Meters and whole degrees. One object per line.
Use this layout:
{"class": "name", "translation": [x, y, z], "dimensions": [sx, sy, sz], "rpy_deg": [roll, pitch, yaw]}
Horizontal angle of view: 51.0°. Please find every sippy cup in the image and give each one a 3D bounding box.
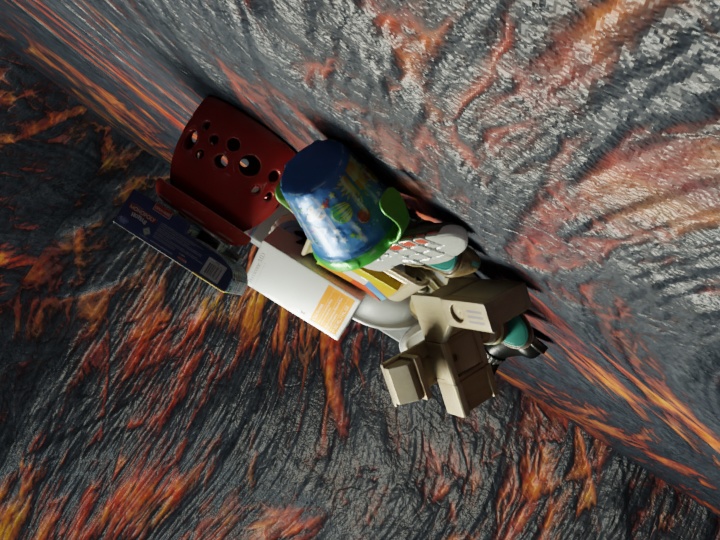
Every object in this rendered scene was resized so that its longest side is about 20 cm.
{"class": "sippy cup", "translation": [-0.030, -0.090, 0.953], "dimensions": [0.130, 0.177, 0.140], "rpy_deg": [51, -153, -41]}

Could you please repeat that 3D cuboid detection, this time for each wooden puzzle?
{"class": "wooden puzzle", "translation": [0.000, 0.000, 1.226], "dimensions": [0.199, 0.037, 0.185], "rpy_deg": [26, 167, -4]}

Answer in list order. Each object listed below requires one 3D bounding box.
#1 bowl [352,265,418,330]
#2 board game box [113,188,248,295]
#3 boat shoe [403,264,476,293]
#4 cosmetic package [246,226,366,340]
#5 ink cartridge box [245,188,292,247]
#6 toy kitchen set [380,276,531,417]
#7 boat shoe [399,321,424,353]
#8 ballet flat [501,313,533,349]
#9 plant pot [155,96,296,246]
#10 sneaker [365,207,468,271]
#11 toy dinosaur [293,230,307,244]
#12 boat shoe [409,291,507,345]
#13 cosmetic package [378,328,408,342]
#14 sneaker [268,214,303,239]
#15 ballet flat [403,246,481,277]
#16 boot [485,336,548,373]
{"class": "bowl", "translation": [0.045, 0.012, 1.431], "dimensions": [0.200, 0.091, 0.202], "rpy_deg": [11, -141, -9]}
{"class": "board game box", "translation": [-0.264, -0.038, 1.203], "dimensions": [0.200, 0.062, 0.200], "rpy_deg": [33, 178, 2]}
{"class": "boat shoe", "translation": [0.105, 0.001, 1.278], "dimensions": [0.075, 0.069, 0.200], "rpy_deg": [37, 174, -41]}
{"class": "cosmetic package", "translation": [-0.093, 0.022, 1.336], "dimensions": [0.199, 0.102, 0.071], "rpy_deg": [31, -150, 3]}
{"class": "ink cartridge box", "translation": [-0.154, -0.098, 1.558], "dimensions": [0.200, 0.145, 0.145], "rpy_deg": [30, 174, 44]}
{"class": "toy kitchen set", "translation": [0.145, 0.134, 1.089], "dimensions": [0.180, 0.163, 0.201], "rpy_deg": [4, 116, 60]}
{"class": "boat shoe", "translation": [0.163, 0.112, 1.363], "dimensions": [0.066, 0.199, 0.072], "rpy_deg": [12, -117, -82]}
{"class": "ballet flat", "translation": [0.227, 0.070, 1.288], "dimensions": [0.067, 0.068, 0.200], "rpy_deg": [9, -159, -48]}
{"class": "plant pot", "translation": [-0.215, -0.150, 1.228], "dimensions": [0.200, 0.183, 0.200], "rpy_deg": [32, 178, 1]}
{"class": "sneaker", "translation": [0.059, -0.054, 1.007], "dimensions": [0.199, 0.082, 0.077], "rpy_deg": [-8, 154, 45]}
{"class": "toy dinosaur", "translation": [-0.046, -0.094, 1.366], "dimensions": [0.199, 0.103, 0.136], "rpy_deg": [16, -168, 13]}
{"class": "boat shoe", "translation": [0.147, 0.077, 1.265], "dimensions": [0.076, 0.072, 0.200], "rpy_deg": [-10, -164, -41]}
{"class": "cosmetic package", "translation": [0.132, 0.088, 1.495], "dimensions": [0.052, 0.151, 0.200], "rpy_deg": [34, 176, -37]}
{"class": "sneaker", "translation": [-0.074, -0.050, 1.434], "dimensions": [0.199, 0.079, 0.090], "rpy_deg": [-4, -130, -34]}
{"class": "ballet flat", "translation": [0.097, -0.034, 1.086], "dimensions": [0.072, 0.068, 0.200], "rpy_deg": [12, -174, -39]}
{"class": "boot", "translation": [0.258, 0.172, 1.451], "dimensions": [0.079, 0.158, 0.211], "rpy_deg": [35, 176, -19]}
